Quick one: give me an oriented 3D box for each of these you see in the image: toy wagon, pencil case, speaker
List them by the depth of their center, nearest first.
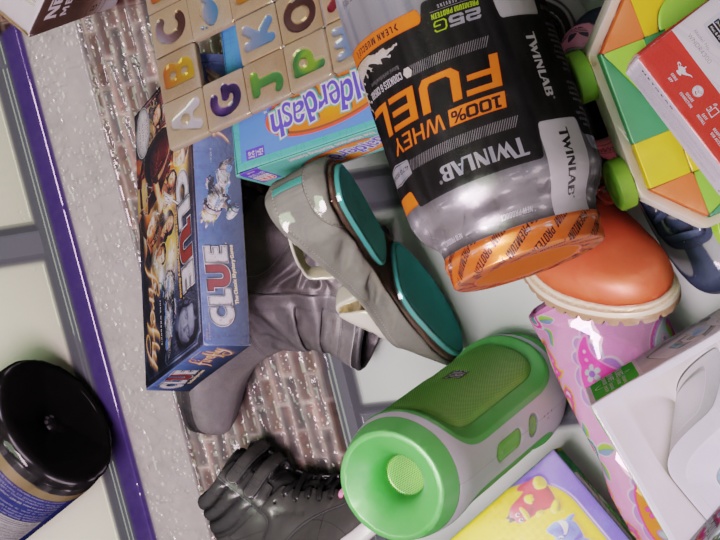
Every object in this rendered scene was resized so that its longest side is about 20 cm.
[{"bbox_3d":[0.218,-0.089,1.416,0.154,0.040,0.201,-22,93,-6],"label":"toy wagon"},{"bbox_3d":[0.064,0.105,1.523,0.088,0.200,0.089,9,111,26],"label":"speaker"},{"bbox_3d":[0.182,0.091,1.526,0.087,0.087,0.201,-26,92,33],"label":"pencil case"}]

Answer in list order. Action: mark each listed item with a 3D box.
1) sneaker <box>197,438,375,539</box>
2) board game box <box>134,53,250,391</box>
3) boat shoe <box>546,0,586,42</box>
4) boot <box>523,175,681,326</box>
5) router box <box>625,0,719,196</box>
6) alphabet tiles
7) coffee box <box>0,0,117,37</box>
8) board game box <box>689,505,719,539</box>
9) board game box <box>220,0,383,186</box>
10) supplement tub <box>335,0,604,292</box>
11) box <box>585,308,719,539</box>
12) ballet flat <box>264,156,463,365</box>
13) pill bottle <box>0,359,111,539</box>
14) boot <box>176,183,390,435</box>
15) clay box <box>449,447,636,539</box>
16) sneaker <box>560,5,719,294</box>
[{"bbox_3d":[-0.043,0.160,1.677,0.200,0.071,0.100,-32,94,37],"label":"sneaker"},{"bbox_3d":[-0.116,-0.031,1.591,0.135,0.034,0.202,143,126,-63],"label":"board game box"},{"bbox_3d":[0.056,-0.133,1.535,0.199,0.057,0.069,-14,99,32],"label":"boat shoe"},{"bbox_3d":[0.124,-0.047,1.469,0.200,0.075,0.108,40,149,35],"label":"boot"},{"bbox_3d":[0.285,-0.096,1.367,0.179,0.049,0.200,-38,86,-5],"label":"router box"},{"bbox_3d":[-0.074,-0.199,1.532,0.166,0.008,0.201,-23,67,28],"label":"alphabet tiles"},{"bbox_3d":[-0.186,-0.271,1.591,0.080,0.114,0.201,38,120,14],"label":"coffee box"},{"bbox_3d":[0.269,0.184,1.363,0.147,0.064,0.200,40,95,0],"label":"board game box"},{"bbox_3d":[-0.022,-0.172,1.529,0.151,0.045,0.202,-15,73,32],"label":"board game box"},{"bbox_3d":[0.069,-0.097,1.392,0.122,0.122,0.201,-26,78,33],"label":"supplement tub"},{"bbox_3d":[0.263,0.119,1.438,0.176,0.097,0.201,-30,92,5],"label":"box"},{"bbox_3d":[0.000,0.000,1.560,0.063,0.068,0.200,-21,134,19],"label":"ballet flat"},{"bbox_3d":[-0.290,0.163,1.793,0.200,0.112,0.112,-38,86,33],"label":"pill bottle"},{"bbox_3d":[-0.053,0.047,1.652,0.131,0.070,0.201,20,119,16],"label":"boot"},{"bbox_3d":[0.096,0.229,1.589,0.200,0.048,0.115,-42,80,6],"label":"clay box"},{"bbox_3d":[0.179,-0.068,1.469,0.070,0.082,0.201,-24,93,42],"label":"sneaker"}]
